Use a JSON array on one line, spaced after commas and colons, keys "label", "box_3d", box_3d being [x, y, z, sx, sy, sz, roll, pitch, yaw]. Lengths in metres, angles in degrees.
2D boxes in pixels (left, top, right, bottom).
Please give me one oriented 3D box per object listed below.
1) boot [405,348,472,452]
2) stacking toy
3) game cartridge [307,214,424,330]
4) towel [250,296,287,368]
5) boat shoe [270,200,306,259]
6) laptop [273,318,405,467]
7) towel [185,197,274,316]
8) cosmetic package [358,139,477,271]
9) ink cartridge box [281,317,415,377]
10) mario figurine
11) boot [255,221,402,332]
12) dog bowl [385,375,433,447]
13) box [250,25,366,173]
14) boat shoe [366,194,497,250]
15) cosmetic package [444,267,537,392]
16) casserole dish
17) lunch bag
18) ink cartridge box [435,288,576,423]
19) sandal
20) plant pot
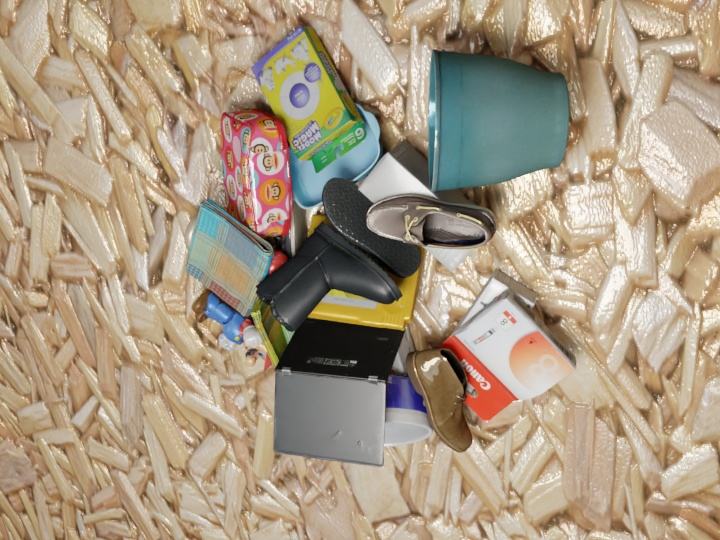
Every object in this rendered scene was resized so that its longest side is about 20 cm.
[{"label": "boot", "box_3d": [0.149, 0.216, 1.307, 0.075, 0.074, 0.201, -18, 110, 27]}, {"label": "stacking toy", "box_3d": [-0.203, -0.036, 1.355, 0.199, 0.085, 0.086, 21, 117, 28]}, {"label": "game cartridge", "box_3d": [0.000, 0.000, 1.305, 0.199, 0.032, 0.178, 6, 75, 17]}, {"label": "towel", "box_3d": [-0.136, 0.132, 1.368, 0.018, 0.086, 0.201, -12, 116, 17]}, {"label": "boat shoe", "box_3d": [-0.129, -0.038, 1.365, 0.062, 0.073, 0.201, 5, 116, 13]}, {"label": "laptop", "box_3d": [-0.033, 0.189, 1.277, 0.186, 0.200, 0.116, 3, 129, 18]}, {"label": "towel", "box_3d": [-0.221, -0.015, 1.314, 0.146, 0.022, 0.200, 37, 141, 6]}, {"label": "cosmetic package", "box_3d": [0.104, -0.104, 1.244, 0.200, 0.107, 0.090, 43, 117, -3]}, {"label": "ink cartridge box", "box_3d": [-0.018, 0.126, 1.381, 0.199, 0.088, 0.146, -12, 102, 20]}, {"label": "mario figurine", "box_3d": [-0.221, 0.123, 1.433, 0.199, 0.123, 0.106, 30, 104, 10]}, {"label": "boot", "box_3d": [-0.054, 0.037, 1.249, 0.200, 0.076, 0.168, 38, 81, 27]}, {"label": "dog bowl", "box_3d": [0.023, 0.244, 1.353, 0.199, 0.200, 0.079, -13, 63, 22]}, {"label": "box", "box_3d": [-0.080, -0.265, 1.247, 0.117, 0.048, 0.201, -32, 83, 26]}, {"label": "boat shoe", "box_3d": [0.099, -0.067, 1.168, 0.198, 0.060, 0.072, 7, 113, 15]}, {"label": "cosmetic package", "box_3d": [0.204, 0.102, 1.320, 0.082, 0.051, 0.201, 32, 116, 5]}, {"label": "casserole dish", "box_3d": [-0.042, -0.180, 1.280, 0.199, 0.039, 0.122, -32, 70, 25]}, {"label": "lunch bag", "box_3d": [-0.180, -0.160, 1.301, 0.176, 0.081, 0.201, 34, 130, 53]}, {"label": "ink cartridge box", "box_3d": [0.219, 0.149, 1.280, 0.162, 0.050, 0.200, 45, 113, -6]}, {"label": "sandal", "box_3d": [0.009, -0.061, 1.250, 0.200, 0.075, 0.048, 45, 158, -13]}, {"label": "plant pot", "box_3d": [0.194, -0.212, 1.134, 0.186, 0.200, 0.202, 1, 111, 2]}]
